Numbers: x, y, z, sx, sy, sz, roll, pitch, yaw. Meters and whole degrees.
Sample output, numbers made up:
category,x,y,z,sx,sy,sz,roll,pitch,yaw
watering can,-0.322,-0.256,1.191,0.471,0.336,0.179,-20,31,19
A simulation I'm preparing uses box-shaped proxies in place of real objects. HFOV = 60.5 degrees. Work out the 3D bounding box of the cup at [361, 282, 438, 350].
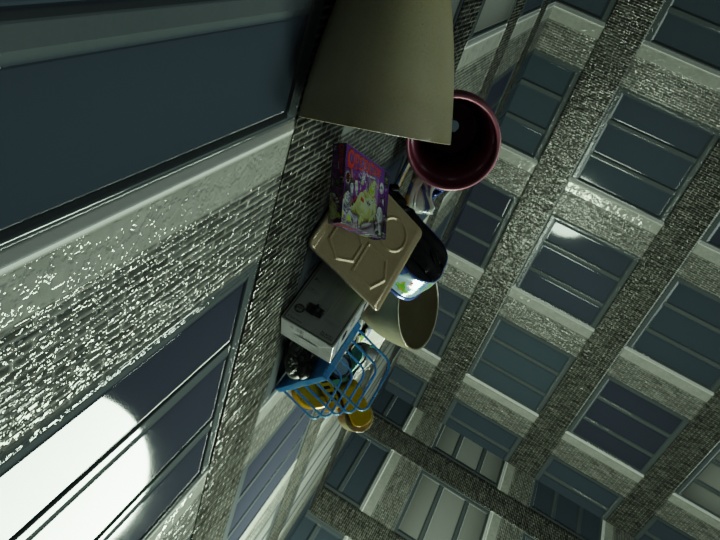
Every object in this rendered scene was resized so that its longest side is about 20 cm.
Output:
category,x,y,z,sx,sy,sz,roll,pitch,yaw
cup,0.078,0.076,1.442,0.199,0.141,0.205,-10,101,-56

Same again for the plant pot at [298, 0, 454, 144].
category,x,y,z,sx,sy,sz,roll,pitch,yaw
plant pot,0.034,-0.263,0.710,0.187,0.183,0.205,-28,130,-70

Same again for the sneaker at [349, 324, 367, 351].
category,x,y,z,sx,sy,sz,roll,pitch,yaw
sneaker,-0.033,0.190,1.663,0.202,0.074,0.088,-58,172,29

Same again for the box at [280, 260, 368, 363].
category,x,y,z,sx,sy,sz,roll,pitch,yaw
box,-0.050,0.057,1.153,0.201,0.115,0.061,-56,168,-34

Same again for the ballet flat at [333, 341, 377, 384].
category,x,y,z,sx,sy,sz,roll,pitch,yaw
ballet flat,-0.019,0.244,1.541,0.200,0.073,0.073,-50,179,39

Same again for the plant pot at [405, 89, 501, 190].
category,x,y,z,sx,sy,sz,roll,pitch,yaw
plant pot,0.198,-0.294,1.336,0.180,0.196,0.203,-75,-173,-65

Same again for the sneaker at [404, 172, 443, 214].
category,x,y,z,sx,sy,sz,roll,pitch,yaw
sneaker,0.168,-0.223,1.514,0.076,0.086,0.204,104,5,-69

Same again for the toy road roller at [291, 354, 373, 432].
category,x,y,z,sx,sy,sz,roll,pitch,yaw
toy road roller,-0.073,0.298,1.438,0.144,0.203,0.123,-25,176,-18

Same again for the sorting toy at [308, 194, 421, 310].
category,x,y,z,sx,sy,sz,roll,pitch,yaw
sorting toy,0.011,-0.058,1.113,0.036,0.200,0.187,0,-129,53

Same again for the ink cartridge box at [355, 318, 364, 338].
category,x,y,z,sx,sy,sz,roll,pitch,yaw
ink cartridge box,-0.010,0.092,1.539,0.201,0.066,0.117,-54,166,-39

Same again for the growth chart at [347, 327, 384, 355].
category,x,y,z,sx,sy,sz,roll,pitch,yaw
growth chart,0.022,0.188,1.611,0.143,0.018,0.202,-7,136,-49

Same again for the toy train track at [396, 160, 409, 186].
category,x,y,z,sx,sy,sz,roll,pitch,yaw
toy train track,0.096,-0.191,1.457,0.203,0.032,0.115,-64,169,2

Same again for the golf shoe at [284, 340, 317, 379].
category,x,y,z,sx,sy,sz,roll,pitch,yaw
golf shoe,-0.099,0.122,1.236,0.202,0.077,0.094,-59,-171,-21

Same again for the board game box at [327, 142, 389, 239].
category,x,y,z,sx,sy,sz,roll,pitch,yaw
board game box,0.002,-0.122,1.007,0.199,0.032,0.123,11,79,-68

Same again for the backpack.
category,x,y,z,sx,sy,sz,roll,pitch,yaw
backpack,0.072,-0.039,1.272,0.147,0.199,0.184,-46,-176,42

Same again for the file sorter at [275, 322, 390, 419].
category,x,y,z,sx,sy,sz,roll,pitch,yaw
file sorter,-0.055,0.217,1.272,0.199,0.123,0.140,-25,-157,51
